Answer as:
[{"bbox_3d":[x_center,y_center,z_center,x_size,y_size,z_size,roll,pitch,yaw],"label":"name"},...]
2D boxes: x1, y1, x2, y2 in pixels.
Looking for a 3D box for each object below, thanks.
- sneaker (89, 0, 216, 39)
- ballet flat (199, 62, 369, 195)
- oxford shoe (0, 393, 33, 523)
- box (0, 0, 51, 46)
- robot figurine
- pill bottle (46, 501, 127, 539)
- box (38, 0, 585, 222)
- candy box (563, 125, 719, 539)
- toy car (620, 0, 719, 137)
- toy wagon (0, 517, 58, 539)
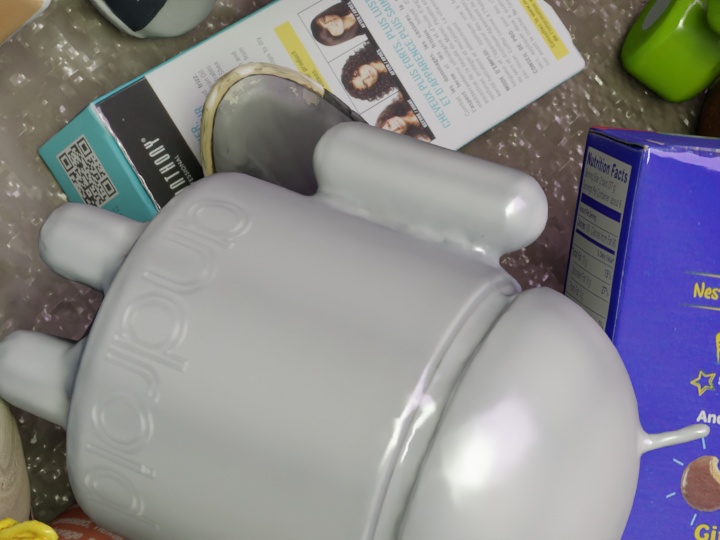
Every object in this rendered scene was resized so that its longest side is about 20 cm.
[{"bbox_3d":[-0.028,-0.121,0.887,0.130,0.199,0.079,42,51,19],"label":"sneaker"},{"bbox_3d":[0.000,0.000,0.927,0.066,0.057,0.200,-36,128,2],"label":"ballet flat"},{"bbox_3d":[-0.150,0.012,0.820,0.071,0.074,0.200,-20,53,-27],"label":"oxford shoe"},{"bbox_3d":[-0.200,-0.139,0.834,0.200,0.152,0.106,24,63,-21],"label":"box"},{"bbox_3d":[-0.005,0.043,0.771,0.200,0.113,0.170,20,93,17],"label":"robot figurine"},{"bbox_3d":[-0.053,0.114,0.857,0.200,0.112,0.112,-37,94,-34],"label":"pill bottle"},{"bbox_3d":[-0.014,-0.060,0.978,0.200,0.049,0.082,-33,92,-34],"label":"box"},{"bbox_3d":[0.144,0.062,0.849,0.169,0.077,0.200,7,98,-13],"label":"candy box"},{"bbox_3d":[0.157,-0.002,1.016,0.164,0.158,0.200,36,74,-10],"label":"toy car"},{"bbox_3d":[-0.093,0.166,0.700,0.040,0.155,0.200,27,62,-55],"label":"toy wagon"}]
